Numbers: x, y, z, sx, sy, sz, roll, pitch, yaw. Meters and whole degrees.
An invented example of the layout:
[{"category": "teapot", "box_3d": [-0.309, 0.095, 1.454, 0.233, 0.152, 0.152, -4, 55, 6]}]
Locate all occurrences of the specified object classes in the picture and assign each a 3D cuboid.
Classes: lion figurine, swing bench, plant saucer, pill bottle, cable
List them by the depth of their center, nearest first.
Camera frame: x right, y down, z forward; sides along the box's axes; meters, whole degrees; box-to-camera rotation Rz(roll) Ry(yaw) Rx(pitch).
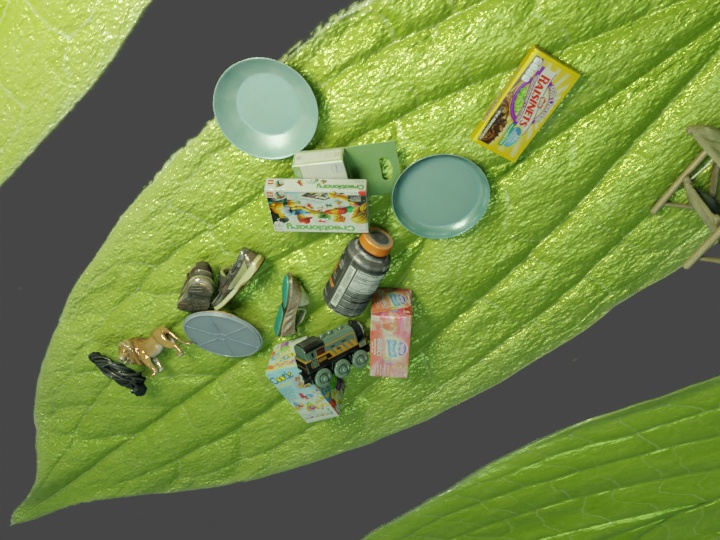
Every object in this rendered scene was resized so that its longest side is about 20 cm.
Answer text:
[{"category": "swing bench", "box_3d": [0.656, -0.131, 1.126, 0.129, 0.199, 0.201, 7, 129, 0]}, {"category": "plant saucer", "box_3d": [-0.177, -0.309, 1.170, 0.200, 0.039, 0.202, 3, 128, 4]}, {"category": "plant saucer", "box_3d": [0.163, -0.154, 1.259, 0.199, 0.027, 0.201, 0, 129, 0]}, {"category": "pill bottle", "box_3d": [0.000, 0.000, 1.349, 0.106, 0.106, 0.200, 21, 126, -11]}, {"category": "lion figurine", "box_3d": [-0.525, 0.192, 1.571, 0.200, 0.072, 0.123, -36, 89, 17]}, {"category": "cable", "box_3d": [-0.632, 0.259, 1.606, 0.163, 0.051, 0.200, 32, 156, 7]}]

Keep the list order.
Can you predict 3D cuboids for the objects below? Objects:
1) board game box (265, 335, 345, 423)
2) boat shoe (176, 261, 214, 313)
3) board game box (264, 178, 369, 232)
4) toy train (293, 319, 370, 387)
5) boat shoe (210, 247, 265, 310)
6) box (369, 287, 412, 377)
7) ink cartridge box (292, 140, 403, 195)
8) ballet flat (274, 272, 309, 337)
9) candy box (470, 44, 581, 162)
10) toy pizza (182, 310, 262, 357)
[{"category": "board game box", "box_3d": [-0.137, 0.280, 1.575, 0.104, 0.103, 0.200, -18, 124, 24]}, {"category": "boat shoe", "box_3d": [-0.378, 0.041, 1.440, 0.074, 0.074, 0.200, 16, 149, -23]}, {"category": "board game box", "box_3d": [-0.083, -0.129, 1.234, 0.199, 0.035, 0.127, 1, 144, 5]}, {"category": "toy train", "box_3d": [-0.066, 0.196, 1.471, 0.199, 0.085, 0.115, -24, 111, -26]}, {"category": "boat shoe", "box_3d": [-0.293, 0.016, 1.418, 0.065, 0.073, 0.200, 42, 121, -8]}, {"category": "box", "box_3d": [0.071, 0.149, 1.459, 0.094, 0.103, 0.201, 3, 127, 3]}, {"category": "ink cartridge box", "box_3d": [-0.021, -0.181, 1.228, 0.199, 0.048, 0.146, -3, 142, 10]}, {"category": "ballet flat", "box_3d": [-0.159, 0.080, 1.461, 0.067, 0.068, 0.201, 0, 136, -19]}, {"category": "candy box", "box_3d": [0.301, -0.302, 1.138, 0.102, 0.026, 0.200, 22, 127, -15]}, {"category": "toy pizza", "box_3d": [-0.339, 0.152, 1.527, 0.199, 0.032, 0.201, 6, 143, 5]}]
